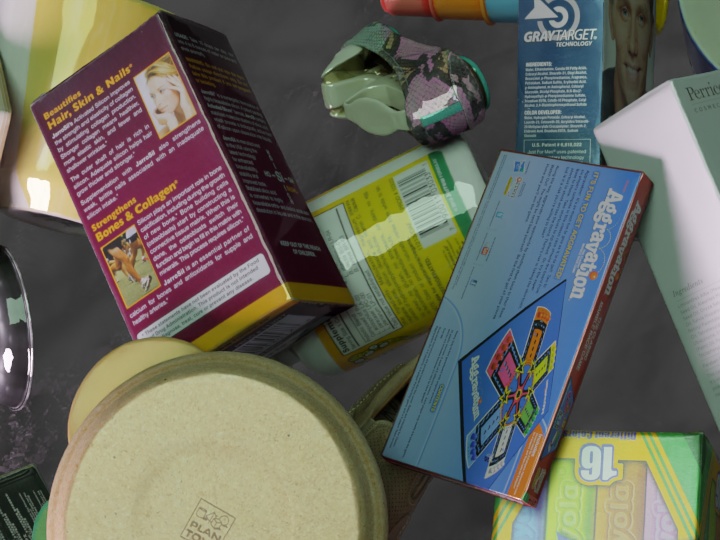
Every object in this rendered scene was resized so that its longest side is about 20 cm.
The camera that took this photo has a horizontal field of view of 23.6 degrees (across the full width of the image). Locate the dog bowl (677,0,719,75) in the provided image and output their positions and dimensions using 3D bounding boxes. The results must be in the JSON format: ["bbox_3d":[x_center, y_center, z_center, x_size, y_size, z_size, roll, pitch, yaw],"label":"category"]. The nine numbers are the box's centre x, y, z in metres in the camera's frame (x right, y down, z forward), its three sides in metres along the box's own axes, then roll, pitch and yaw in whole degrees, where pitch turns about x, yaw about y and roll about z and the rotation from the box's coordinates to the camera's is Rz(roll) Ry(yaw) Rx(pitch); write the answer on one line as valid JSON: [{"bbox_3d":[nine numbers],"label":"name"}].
[{"bbox_3d":[0.304,-0.176,1.102,0.198,0.079,0.202,-6,69,16],"label":"dog bowl"}]

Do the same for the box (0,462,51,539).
[{"bbox_3d":[-0.220,0.249,1.049,0.164,0.086,0.201,-38,78,38],"label":"box"}]

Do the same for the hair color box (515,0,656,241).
[{"bbox_3d":[0.143,-0.120,1.087,0.060,0.100,0.202,1,90,27],"label":"hair color box"}]

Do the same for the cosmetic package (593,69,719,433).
[{"bbox_3d":[0.228,-0.014,1.017,0.071,0.101,0.202,-32,78,49],"label":"cosmetic package"}]

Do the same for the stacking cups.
[{"bbox_3d":[0.109,-0.195,1.184,0.198,0.061,0.061,5,72,20],"label":"stacking cups"}]

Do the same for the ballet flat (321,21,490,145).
[{"bbox_3d":[0.016,-0.120,1.130,0.071,0.070,0.200,-24,21,-13],"label":"ballet flat"}]

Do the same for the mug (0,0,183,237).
[{"bbox_3d":[-0.194,-0.109,1.199,0.148,0.186,0.155,14,82,-11],"label":"mug"}]

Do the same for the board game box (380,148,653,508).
[{"bbox_3d":[0.091,0.029,0.999,0.102,0.019,0.202,12,74,39],"label":"board game box"}]

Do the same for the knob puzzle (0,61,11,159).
[{"bbox_3d":[-0.291,-0.071,1.223,0.030,0.220,0.222,6,66,-23],"label":"knob puzzle"}]

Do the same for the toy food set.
[{"bbox_3d":[-0.083,0.144,0.961,0.198,0.049,0.200,13,81,6],"label":"toy food set"}]

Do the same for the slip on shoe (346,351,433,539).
[{"bbox_3d":[0.013,0.117,1.043,0.076,0.061,0.200,40,44,3],"label":"slip on shoe"}]

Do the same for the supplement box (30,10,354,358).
[{"bbox_3d":[-0.103,-0.041,1.054,0.110,0.085,0.201,-32,74,21],"label":"supplement box"}]

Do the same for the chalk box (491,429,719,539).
[{"bbox_3d":[0.143,0.202,0.990,0.123,0.124,0.202,-1,71,19],"label":"chalk box"}]

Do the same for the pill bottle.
[{"bbox_3d":[0.000,0.000,1.120,0.199,0.113,0.114,-26,64,7],"label":"pill bottle"}]

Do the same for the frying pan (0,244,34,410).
[{"bbox_3d":[-0.257,0.003,1.199,0.031,0.115,0.192,-7,88,-28],"label":"frying pan"}]
